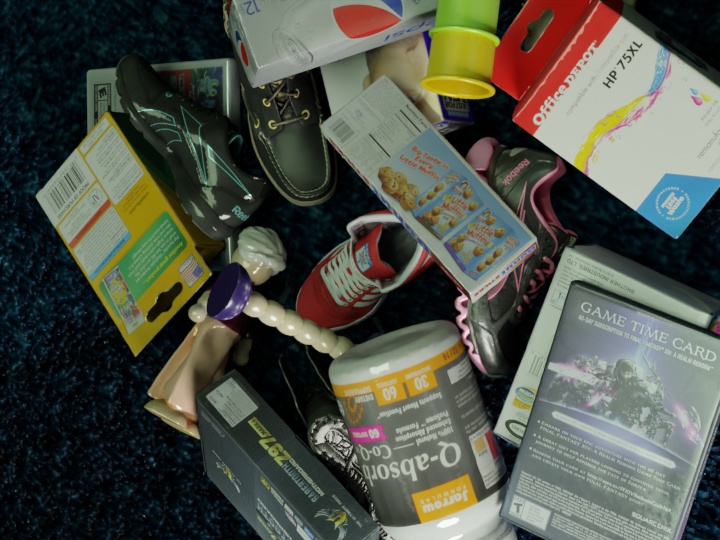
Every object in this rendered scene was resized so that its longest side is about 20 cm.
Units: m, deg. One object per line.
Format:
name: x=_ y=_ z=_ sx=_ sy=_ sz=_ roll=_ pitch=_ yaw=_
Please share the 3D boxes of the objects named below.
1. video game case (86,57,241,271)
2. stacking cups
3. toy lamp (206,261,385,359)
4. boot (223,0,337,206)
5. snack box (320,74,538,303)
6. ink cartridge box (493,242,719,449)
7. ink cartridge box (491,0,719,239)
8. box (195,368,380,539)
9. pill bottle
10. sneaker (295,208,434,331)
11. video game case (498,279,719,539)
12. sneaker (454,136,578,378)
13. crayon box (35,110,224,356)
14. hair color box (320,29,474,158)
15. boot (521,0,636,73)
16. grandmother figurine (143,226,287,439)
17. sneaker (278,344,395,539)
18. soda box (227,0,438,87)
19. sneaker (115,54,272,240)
video game case: x=-0.193 y=-0.101 z=1.509 sx=0.181 sy=0.023 sz=0.202 roll=0 pitch=91 yaw=32
stacking cups: x=0.089 y=-0.239 z=1.214 sx=0.060 sy=0.060 sz=0.202 roll=3 pitch=80 yaw=32
toy lamp: x=-0.034 y=0.057 z=1.326 sx=0.058 sy=0.199 sz=0.059 roll=-41 pitch=34 yaw=36
boot: x=-0.071 y=-0.166 z=1.352 sx=0.072 sy=0.151 sz=0.202 roll=-13 pitch=78 yaw=-2
snack box: x=0.055 y=-0.070 z=1.259 sx=0.072 sy=0.024 sz=0.200 roll=-38 pitch=67 yaw=-7
ink cartridge box: x=0.197 y=0.096 z=1.240 sx=0.136 sy=0.076 sz=0.202 roll=27 pitch=104 yaw=27
ink cartridge box: x=0.199 y=-0.133 z=1.191 sx=0.199 sy=0.067 sz=0.117 roll=35 pitch=112 yaw=-2
box: x=-0.066 y=0.203 z=1.373 sx=0.200 sy=0.051 sz=0.158 roll=46 pitch=158 yaw=22
pill bottle: x=0.057 y=0.152 z=1.273 sx=0.116 sy=0.116 sz=0.202 roll=-16 pitch=96 yaw=31
sneaker: x=0.000 y=0.000 z=1.336 sx=0.199 sy=0.112 sz=0.072 roll=-35 pitch=83 yaw=28
video game case: x=0.198 y=0.126 z=1.188 sx=0.142 sy=0.019 sz=0.202 roll=22 pitch=102 yaw=27
sneaker: x=0.133 y=-0.009 z=1.286 sx=0.094 sy=0.079 sz=0.202 roll=3 pitch=95 yaw=20
crayon box: x=-0.215 y=-0.035 z=1.481 sx=0.126 sy=0.051 sz=0.201 roll=-44 pitch=69 yaw=25
hair color box: x=0.018 y=-0.208 z=1.349 sx=0.109 sy=0.065 sz=0.202 roll=-18 pitch=84 yaw=30
boot: x=0.141 y=-0.237 z=1.267 sx=0.198 sy=0.072 sz=0.156 roll=13 pitch=101 yaw=28
grandmother figurine: x=-0.128 y=0.049 z=1.416 sx=0.060 sy=0.121 sz=0.201 roll=24 pitch=77 yaw=15
sneaker: x=0.000 y=0.157 z=1.372 sx=0.060 sy=0.104 sz=0.200 roll=-37 pitch=108 yaw=7
soda box: x=-0.005 y=-0.214 z=1.256 sx=0.198 sy=0.068 sz=0.064 roll=-20 pitch=85 yaw=-11
sneaker: x=-0.155 y=-0.127 z=1.440 sx=0.079 sy=0.075 sz=0.201 roll=-36 pitch=79 yaw=13
